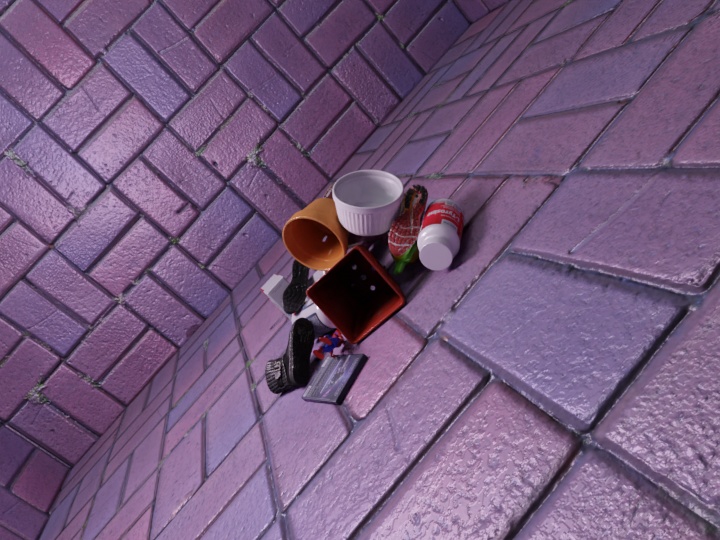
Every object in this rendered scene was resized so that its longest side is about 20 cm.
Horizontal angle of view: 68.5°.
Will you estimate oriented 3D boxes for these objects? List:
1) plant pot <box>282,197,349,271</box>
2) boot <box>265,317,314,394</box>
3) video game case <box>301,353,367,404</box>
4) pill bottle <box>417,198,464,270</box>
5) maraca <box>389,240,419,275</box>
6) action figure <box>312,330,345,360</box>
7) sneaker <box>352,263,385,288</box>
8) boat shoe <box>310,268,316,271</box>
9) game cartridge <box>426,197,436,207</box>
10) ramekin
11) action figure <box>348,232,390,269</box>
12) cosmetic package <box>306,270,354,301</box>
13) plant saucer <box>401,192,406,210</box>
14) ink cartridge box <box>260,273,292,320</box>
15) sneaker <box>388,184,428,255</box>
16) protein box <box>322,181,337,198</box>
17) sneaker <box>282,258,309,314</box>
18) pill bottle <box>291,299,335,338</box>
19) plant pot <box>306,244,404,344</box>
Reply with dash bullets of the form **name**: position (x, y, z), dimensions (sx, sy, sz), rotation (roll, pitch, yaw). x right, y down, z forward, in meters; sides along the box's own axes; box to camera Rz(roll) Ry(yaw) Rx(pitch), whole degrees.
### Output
- **plant pot**: position (-0.114, -0.120, 1.571), dimensions (0.199, 0.200, 0.141), rotation (-28, 26, 43)
- **boot**: position (-0.217, 0.257, 1.596), dimensions (0.157, 0.079, 0.214), rotation (-25, 51, 48)
- **video game case**: position (-0.072, 0.284, 1.396), dimensions (0.199, 0.019, 0.144), rotation (-15, 36, 57)
- **pill bottle**: position (0.210, -0.094, 1.392), dimensions (0.112, 0.112, 0.201), rotation (-33, 22, 34)
- **maraca**: position (0.135, -0.069, 1.519), dimensions (0.138, 0.106, 0.201), rotation (-58, 9, 36)
- **action figure**: position (-0.075, 0.200, 1.436), dimensions (0.200, 0.051, 0.066), rotation (-4, -63, -80)
- **sneaker**: position (0.000, 0.000, 1.733), dimensions (0.199, 0.077, 0.076), rotation (-27, 27, 50)
- **boat shoe**: position (-0.119, -0.035, 1.740), dimensions (0.063, 0.199, 0.072), rotation (-47, 59, 21)
- **game cartridge**: position (0.184, -0.152, 1.709), dimensions (0.200, 0.038, 0.130), rotation (-47, 22, -1)
- **ramekin**: position (0.023, -0.186, 1.478), dimensions (0.196, 0.106, 0.202), rotation (-2, 41, 1)
- **action figure**: position (0.024, -0.115, 1.590), dimensions (0.199, 0.135, 0.149), rotation (-27, 16, 45)
- **cosmetic package**: position (-0.105, 0.047, 1.738), dimensions (0.111, 0.082, 0.200), rotation (-8, -15, -31)
- **plant saucer**: position (0.124, -0.206, 1.956), dimensions (0.200, 0.032, 0.201), rotation (-42, 19, 18)
- **ink cartridge box**: position (-0.246, 0.114, 1.855), dimensions (0.083, 0.200, 0.145), rotation (-46, 18, -12)
- **sneaker**: position (0.137, -0.129, 1.448), dimensions (0.082, 0.077, 0.202), rotation (71, -137, -71)
- **protein box**: position (-0.042, -0.203, 1.895), dimensions (0.136, 0.199, 0.199), rotation (-53, 2, 20)
- **sneaker**: position (-0.201, 0.065, 1.710), dimensions (0.088, 0.074, 0.202), rotation (100, -177, -55)
- **pill bottle**: position (-0.113, 0.132, 1.643), dimensions (0.199, 0.120, 0.120), rotation (-31, 24, 40)
- **plant pot**: position (-0.002, 0.044, 1.487), dimensions (0.199, 0.200, 0.176), rotation (-40, 7, 18)
